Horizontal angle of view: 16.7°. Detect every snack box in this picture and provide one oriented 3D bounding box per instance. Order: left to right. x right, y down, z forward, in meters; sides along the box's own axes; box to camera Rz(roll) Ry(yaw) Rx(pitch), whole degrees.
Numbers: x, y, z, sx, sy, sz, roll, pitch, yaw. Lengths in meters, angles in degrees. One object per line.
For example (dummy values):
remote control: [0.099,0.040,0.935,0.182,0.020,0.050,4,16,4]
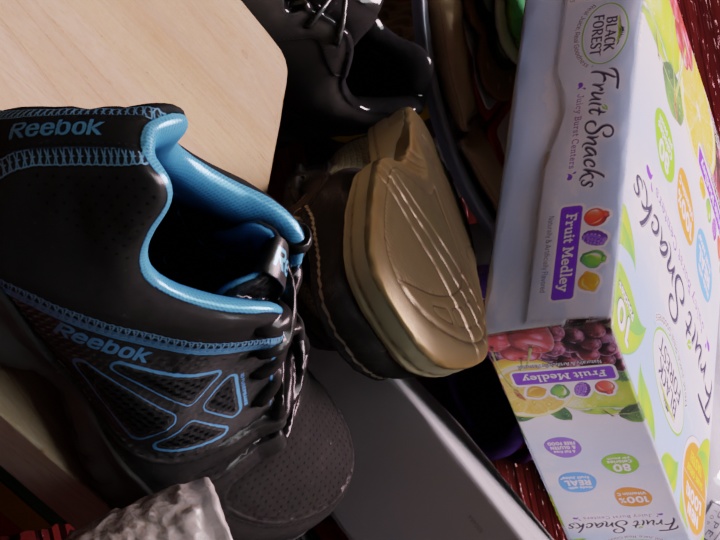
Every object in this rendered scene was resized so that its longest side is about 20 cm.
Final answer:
snack box: [0.096,-0.011,0.913,0.142,0.053,0.201,63,28,-44]

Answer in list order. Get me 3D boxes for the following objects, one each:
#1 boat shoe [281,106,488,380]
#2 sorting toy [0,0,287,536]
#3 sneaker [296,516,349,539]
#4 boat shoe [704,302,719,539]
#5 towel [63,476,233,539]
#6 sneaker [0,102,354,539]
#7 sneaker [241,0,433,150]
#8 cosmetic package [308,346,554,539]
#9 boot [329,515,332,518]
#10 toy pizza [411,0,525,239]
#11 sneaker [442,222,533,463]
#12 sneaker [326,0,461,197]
boat shoe: [0.000,-0.001,0.807,0.072,0.066,0.201,60,11,-13]
sorting toy: [-0.111,-0.036,0.732,0.200,0.069,0.200,49,40,-45]
sneaker: [-0.047,0.159,0.791,0.098,0.071,0.201,43,42,-50]
boat shoe: [0.142,0.044,1.006,0.062,0.072,0.201,26,41,-22]
towel: [-0.072,0.170,0.685,0.034,0.132,0.201,-137,-152,-75]
sneaker: [-0.044,0.022,0.677,0.200,0.082,0.074,46,41,-50]
sneaker: [-0.041,-0.110,0.865,0.200,0.090,0.076,39,61,-50]
cosmetic package: [0.036,0.097,0.875,0.151,0.052,0.200,44,5,-47]
boot: [0.033,0.178,0.912,0.074,0.095,0.201,-35,113,-61]
toy pizza: [0.082,-0.098,1.021,0.200,0.032,0.201,14,74,-57]
sneaker: [0.078,0.058,1.088,0.200,0.080,0.084,40,61,-39]
sneaker: [0.039,-0.084,1.049,0.200,0.075,0.090,-51,132,-48]
